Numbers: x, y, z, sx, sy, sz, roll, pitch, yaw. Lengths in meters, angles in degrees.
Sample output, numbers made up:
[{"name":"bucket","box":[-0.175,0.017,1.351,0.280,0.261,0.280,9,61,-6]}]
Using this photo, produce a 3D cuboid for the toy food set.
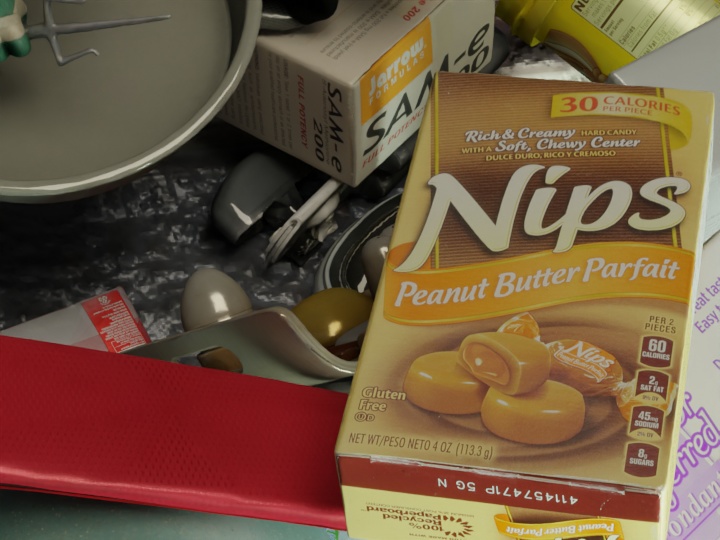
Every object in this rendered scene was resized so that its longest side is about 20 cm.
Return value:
[{"name":"toy food set","box":[0.000,0.000,0.900,0.200,0.143,0.060,-29,96,-38]}]

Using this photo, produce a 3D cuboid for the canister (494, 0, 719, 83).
[{"name":"canister","box":[0.187,-0.117,1.112,0.200,0.087,0.149,39,25,8]}]

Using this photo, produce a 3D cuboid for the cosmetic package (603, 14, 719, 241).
[{"name":"cosmetic package","box":[0.143,-0.031,0.995,0.101,0.200,0.071,-28,70,-30]}]

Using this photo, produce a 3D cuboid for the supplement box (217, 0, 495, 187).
[{"name":"supplement box","box":[-0.046,-0.141,1.056,0.200,0.074,0.126,29,53,25]}]

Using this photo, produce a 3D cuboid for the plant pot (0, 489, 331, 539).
[{"name":"plant pot","box":[-0.105,0.121,0.813,0.200,0.200,0.134,-11,72,-22]}]

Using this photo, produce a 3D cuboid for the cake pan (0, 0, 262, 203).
[{"name":"cake pan","box":[-0.144,-0.113,0.909,0.200,0.037,0.201,2,63,-3]}]

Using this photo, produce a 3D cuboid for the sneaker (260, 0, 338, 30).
[{"name":"sneaker","box":[-0.016,-0.172,0.995,0.200,0.075,0.116,-25,56,-8]}]

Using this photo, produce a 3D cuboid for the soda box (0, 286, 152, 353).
[{"name":"soda box","box":[-0.184,0.080,0.908,0.200,0.070,0.063,-21,67,-27]}]

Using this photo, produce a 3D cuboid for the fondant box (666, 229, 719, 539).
[{"name":"fondant box","box":[0.165,0.099,0.811,0.144,0.058,0.200,-39,81,-26]}]

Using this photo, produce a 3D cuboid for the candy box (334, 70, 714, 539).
[{"name":"candy box","box":[0.067,0.013,0.769,0.115,0.055,0.200,6,49,11]}]

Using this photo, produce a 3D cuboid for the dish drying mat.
[{"name":"dish drying mat","box":[-0.069,0.062,0.755,0.200,0.018,0.077,9,36,-18]}]

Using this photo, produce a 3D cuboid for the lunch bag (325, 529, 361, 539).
[{"name":"lunch bag","box":[0.063,0.099,0.907,0.200,0.170,0.124,-7,65,-18]}]

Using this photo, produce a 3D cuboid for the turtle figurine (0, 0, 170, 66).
[{"name":"turtle figurine","box":[-0.165,-0.177,0.870,0.200,0.101,0.150,12,63,9]}]

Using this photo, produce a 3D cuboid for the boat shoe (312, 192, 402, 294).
[{"name":"boat shoe","box":[0.058,-0.032,1.058,0.200,0.057,0.069,-32,72,-31]}]

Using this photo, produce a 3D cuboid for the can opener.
[{"name":"can opener","box":[0.000,-0.075,1.070,0.067,0.053,0.200,40,55,4]}]
